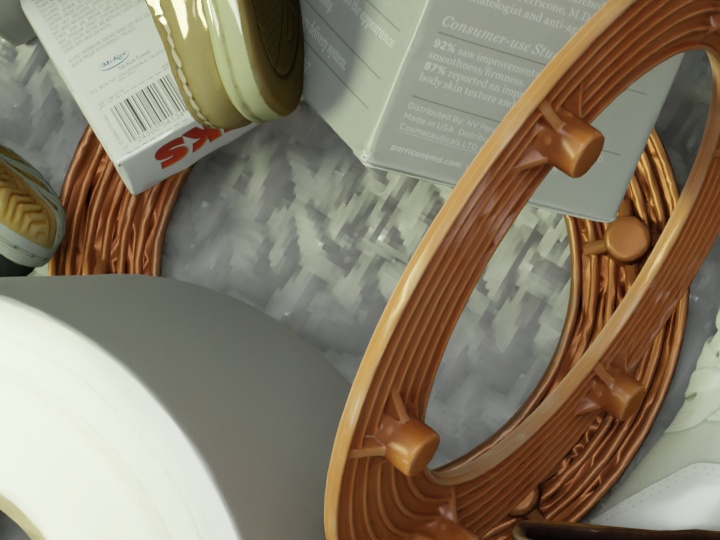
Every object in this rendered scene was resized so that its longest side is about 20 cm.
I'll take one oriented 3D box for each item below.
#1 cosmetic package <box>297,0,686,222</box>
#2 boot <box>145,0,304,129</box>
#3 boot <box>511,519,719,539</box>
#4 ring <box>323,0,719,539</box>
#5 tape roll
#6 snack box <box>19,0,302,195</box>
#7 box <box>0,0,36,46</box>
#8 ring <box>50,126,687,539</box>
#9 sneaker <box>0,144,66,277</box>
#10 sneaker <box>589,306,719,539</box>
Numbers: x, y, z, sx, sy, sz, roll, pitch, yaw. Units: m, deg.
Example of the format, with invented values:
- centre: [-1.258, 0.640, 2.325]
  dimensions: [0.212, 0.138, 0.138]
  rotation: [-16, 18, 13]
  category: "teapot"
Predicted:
- centre: [0.053, -0.127, 0.703]
  dimensions: [0.090, 0.107, 0.201]
  rotation: [11, 109, -25]
  category: "cosmetic package"
- centre: [-0.111, -0.105, 0.718]
  dimensions: [0.154, 0.072, 0.201]
  rotation: [-24, 76, 7]
  category: "boot"
- centre: [0.048, 0.167, 0.719]
  dimensions: [0.187, 0.069, 0.201]
  rotation: [2, 108, 8]
  category: "boot"
- centre: [0.060, 0.002, 0.683]
  dimensions: [0.019, 0.200, 0.201]
  rotation: [35, 89, 22]
  category: "ring"
- centre: [-0.093, 0.102, 0.731]
  dimensions: [0.202, 0.139, 0.204]
  rotation: [0, 91, 19]
  category: "tape roll"
- centre: [0.000, -0.102, 0.798]
  dimensions: [0.200, 0.024, 0.072]
  rotation: [-30, 60, -5]
  category: "snack box"
- centre: [-0.066, -0.179, 0.802]
  dimensions: [0.200, 0.097, 0.125]
  rotation: [-31, 79, 6]
  category: "box"
- centre: [0.000, 0.000, 0.805]
  dimensions: [0.200, 0.019, 0.201]
  rotation: [-1, 83, 8]
  category: "ring"
- centre: [-0.182, -0.027, 0.818]
  dimensions: [0.200, 0.076, 0.088]
  rotation: [25, 89, 24]
  category: "sneaker"
- centre: [0.133, 0.013, 0.759]
  dimensions: [0.200, 0.077, 0.081]
  rotation: [-43, 89, -8]
  category: "sneaker"
